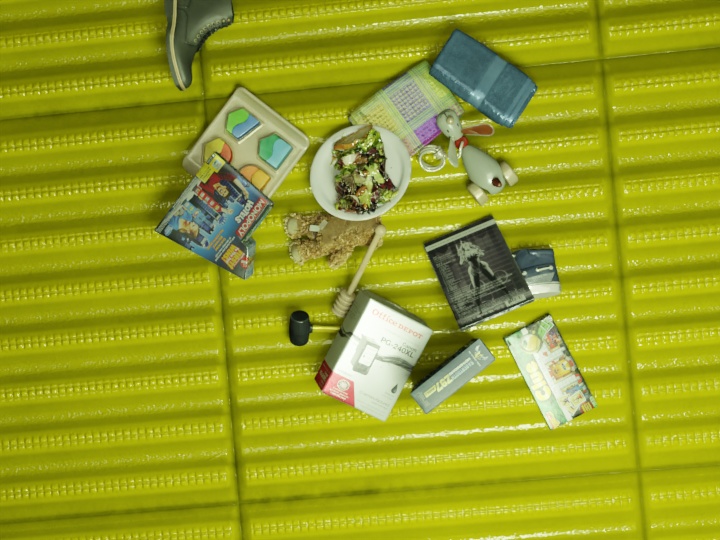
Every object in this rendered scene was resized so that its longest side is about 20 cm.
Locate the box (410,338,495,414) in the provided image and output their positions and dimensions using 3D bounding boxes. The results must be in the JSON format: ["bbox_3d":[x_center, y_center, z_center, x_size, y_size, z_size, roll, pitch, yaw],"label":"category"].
[{"bbox_3d":[0.168,0.190,1.435,0.157,0.200,0.051,-39,83,1],"label":"box"}]

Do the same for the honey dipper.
[{"bbox_3d":[0.000,0.000,1.488,0.038,0.038,0.201,27,113,2],"label":"honey dipper"}]

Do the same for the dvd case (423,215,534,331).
[{"bbox_3d":[0.221,0.003,1.478,0.147,0.016,0.201,-22,59,2],"label":"dvd case"}]

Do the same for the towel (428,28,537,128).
[{"bbox_3d":[0.236,-0.368,1.507,0.199,0.049,0.112,35,82,0],"label":"towel"}]

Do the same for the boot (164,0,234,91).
[{"bbox_3d":[-0.307,-0.459,1.523,0.137,0.077,0.202,-4,91,-3],"label":"boot"}]

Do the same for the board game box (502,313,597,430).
[{"bbox_3d":[0.369,0.198,1.517,0.104,0.023,0.201,-28,89,4],"label":"board game box"}]

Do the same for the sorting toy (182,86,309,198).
[{"bbox_3d":[-0.227,-0.232,1.534,0.185,0.036,0.201,37,91,2],"label":"sorting toy"}]

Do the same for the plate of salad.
[{"bbox_3d":[-0.002,-0.192,1.478,0.198,0.048,0.202,-4,71,10],"label":"plate of salad"}]

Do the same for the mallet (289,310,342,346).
[{"bbox_3d":[-0.044,0.123,1.526,0.198,0.041,0.066,8,124,-10],"label":"mallet"}]

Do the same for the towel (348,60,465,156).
[{"bbox_3d":[0.087,-0.303,1.530,0.199,0.023,0.144,-37,88,1],"label":"towel"}]

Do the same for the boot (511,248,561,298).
[{"bbox_3d":[0.282,0.011,1.505,0.198,0.073,0.091,-5,76,0],"label":"boot"}]

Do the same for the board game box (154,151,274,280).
[{"bbox_3d":[-0.259,-0.090,1.506,0.200,0.062,0.200,41,105,-2],"label":"board game box"}]

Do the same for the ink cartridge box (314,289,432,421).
[{"bbox_3d":[0.024,0.159,1.479,0.144,0.083,0.201,27,93,-15],"label":"ink cartridge box"}]

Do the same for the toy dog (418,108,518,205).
[{"bbox_3d":[0.215,-0.212,1.478,0.199,0.096,0.133,32,94,-6],"label":"toy dog"}]

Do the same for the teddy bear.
[{"bbox_3d":[-0.052,-0.075,1.519,0.199,0.067,0.146,-28,78,7],"label":"teddy bear"}]
